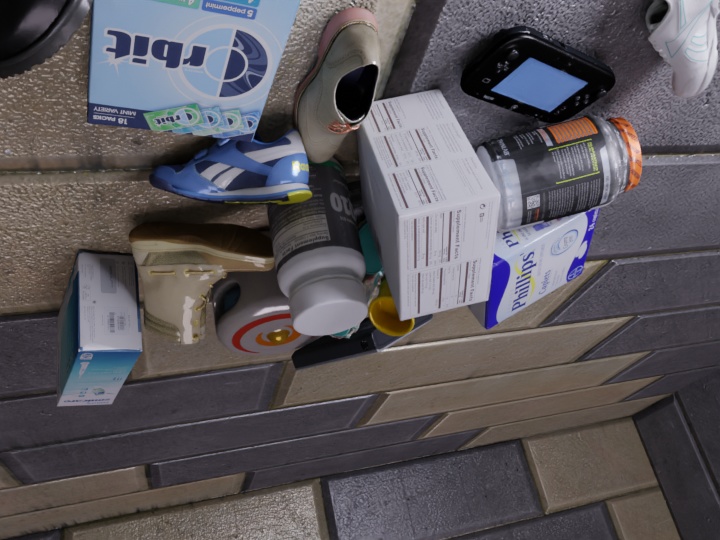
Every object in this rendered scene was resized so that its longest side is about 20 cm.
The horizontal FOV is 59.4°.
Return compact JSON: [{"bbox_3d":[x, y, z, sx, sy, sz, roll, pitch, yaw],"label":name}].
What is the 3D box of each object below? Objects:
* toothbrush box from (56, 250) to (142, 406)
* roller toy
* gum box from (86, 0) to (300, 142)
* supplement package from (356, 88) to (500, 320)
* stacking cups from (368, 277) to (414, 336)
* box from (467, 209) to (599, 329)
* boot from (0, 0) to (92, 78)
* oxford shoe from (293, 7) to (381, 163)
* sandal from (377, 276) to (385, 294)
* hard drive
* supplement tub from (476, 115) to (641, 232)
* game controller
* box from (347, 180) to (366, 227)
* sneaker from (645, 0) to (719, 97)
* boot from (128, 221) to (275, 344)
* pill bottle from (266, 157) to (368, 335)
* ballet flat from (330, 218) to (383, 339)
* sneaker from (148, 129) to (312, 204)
[{"bbox_3d":[-0.381,0.090,0.910,0.083,0.150,0.200,5,146,-33],"label":"toothbrush box"},{"bbox_3d":[-0.133,0.044,0.957,0.177,0.143,0.201,-15,154,2],"label":"roller toy"},{"bbox_3d":[-0.158,-0.209,0.577,0.165,0.046,0.201,0,148,-26],"label":"gum box"},{"bbox_3d":[0.070,-0.078,0.725,0.107,0.203,0.158,-11,136,-5],"label":"supplement package"},{"bbox_3d":[0.064,-0.007,0.823,0.059,0.202,0.062,11,132,12],"label":"stacking cups"},{"bbox_3d":[0.247,-0.034,0.972,0.196,0.106,0.186,-28,146,-9],"label":"box"},{"bbox_3d":[-0.312,-0.208,0.440,0.205,0.082,0.158,-13,154,15],"label":"boot"},{"bbox_3d":[-0.028,-0.174,0.675,0.069,0.076,0.201,-4,151,-19],"label":"oxford shoe"},{"bbox_3d":[0.110,0.009,1.085,0.199,0.051,0.082,-21,-173,31],"label":"sandal"},{"bbox_3d":[-0.001,0.102,0.977,0.138,0.034,0.197,-25,-177,-44],"label":"hard drive"},{"bbox_3d":[0.261,-0.133,0.847,0.194,0.126,0.123,-13,153,-1],"label":"supplement tub"},{"bbox_3d":[0.209,-0.223,0.742,0.195,0.043,0.104,7,146,-35],"label":"game controller"},{"bbox_3d":[0.054,-0.070,0.943,0.156,0.050,0.201,-15,153,-5],"label":"box"},{"bbox_3d":[0.360,-0.272,0.711,0.078,0.072,0.201,-11,148,15],"label":"sneaker"},{"bbox_3d":[-0.205,0.022,0.846,0.193,0.073,0.160,4,117,1],"label":"boot"},{"bbox_3d":[-0.055,-0.032,0.787,0.109,0.205,0.114,-10,154,-5],"label":"pill bottle"},{"bbox_3d":[0.000,0.000,0.887,0.074,0.064,0.204,28,104,-1],"label":"ballet flat"},{"bbox_3d":[-0.149,-0.120,0.731,0.193,0.085,0.074,1,-177,9],"label":"sneaker"}]
